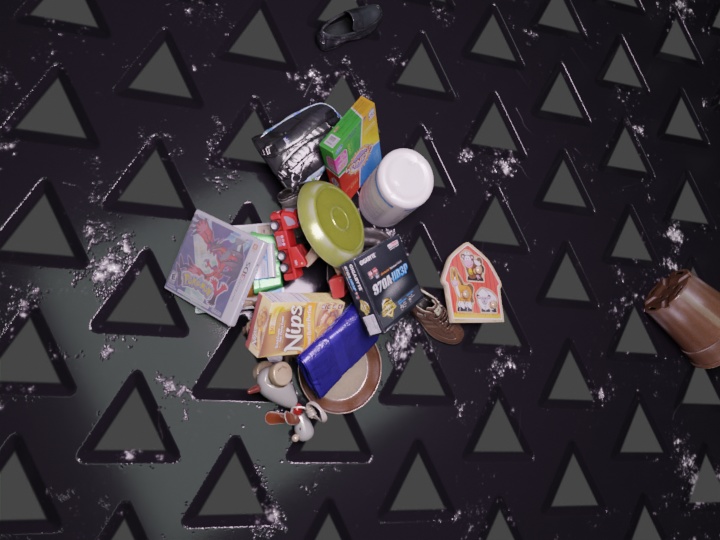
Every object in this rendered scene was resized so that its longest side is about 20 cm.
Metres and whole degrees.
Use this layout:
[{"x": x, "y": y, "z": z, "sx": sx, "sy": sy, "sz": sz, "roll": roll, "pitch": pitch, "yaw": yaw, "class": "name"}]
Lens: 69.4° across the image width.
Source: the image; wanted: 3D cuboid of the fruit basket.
[{"x": -0.268, "y": -0.009, "z": 1.136, "sx": 0.194, "sy": 0.094, "sz": 0.191, "roll": -3, "pitch": 83, "yaw": -11, "class": "fruit basket"}]

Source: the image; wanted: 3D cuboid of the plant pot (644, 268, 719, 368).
[{"x": 0.886, "y": 0.116, "z": 1.383, "sx": 0.197, "sy": 0.200, "sz": 0.201, "roll": 40, "pitch": 75, "yaw": 3, "class": "plant pot"}]

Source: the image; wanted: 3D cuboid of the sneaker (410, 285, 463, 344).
[{"x": 0.176, "y": 0.108, "z": 1.245, "sx": 0.198, "sy": 0.075, "sz": 0.071, "roll": 38, "pitch": 75, "yaw": -7, "class": "sneaker"}]

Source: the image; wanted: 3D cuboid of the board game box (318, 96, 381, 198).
[{"x": -0.017, "y": -0.267, "z": 1.184, "sx": 0.040, "sy": 0.201, "sz": 0.154, "roll": 32, "pitch": 73, "yaw": 20, "class": "board game box"}]

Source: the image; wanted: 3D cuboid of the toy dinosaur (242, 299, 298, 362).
[{"x": -0.185, "y": 0.108, "z": 1.116, "sx": 0.132, "sy": 0.203, "sz": 0.087, "roll": -10, "pitch": 44, "yaw": -18, "class": "toy dinosaur"}]

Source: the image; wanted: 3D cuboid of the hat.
[{"x": 0.000, "y": 0.000, "z": 1.213, "sx": 0.196, "sy": 0.081, "sz": 0.207, "roll": 3, "pitch": 81, "yaw": -23, "class": "hat"}]

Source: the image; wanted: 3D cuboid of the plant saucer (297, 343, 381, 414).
[{"x": -0.048, "y": 0.221, "z": 1.191, "sx": 0.195, "sy": 0.037, "sz": 0.206, "roll": 2, "pitch": 82, "yaw": -14, "class": "plant saucer"}]

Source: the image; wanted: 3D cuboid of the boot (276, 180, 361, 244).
[{"x": -0.087, "y": -0.141, "z": 1.176, "sx": 0.196, "sy": 0.068, "sz": 0.133, "roll": -19, "pitch": 130, "yaw": -20, "class": "boot"}]

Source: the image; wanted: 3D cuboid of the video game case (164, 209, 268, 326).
[{"x": -0.305, "y": -0.009, "z": 1.090, "sx": 0.197, "sy": 0.023, "sz": 0.186, "roll": 24, "pitch": 90, "yaw": 24, "class": "video game case"}]

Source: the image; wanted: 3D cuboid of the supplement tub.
[{"x": 0.076, "y": -0.184, "z": 1.195, "sx": 0.128, "sy": 0.200, "sz": 0.136, "roll": 2, "pitch": 82, "yaw": -15, "class": "supplement tub"}]

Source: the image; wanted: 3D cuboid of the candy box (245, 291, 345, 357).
[{"x": -0.131, "y": 0.109, "z": 1.069, "sx": 0.197, "sy": 0.055, "sz": 0.118, "roll": 3, "pitch": 109, "yaw": -47, "class": "candy box"}]

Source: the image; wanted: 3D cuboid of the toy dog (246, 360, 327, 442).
[{"x": -0.175, "y": 0.288, "z": 1.112, "sx": 0.096, "sy": 0.132, "sz": 0.201, "roll": -34, "pitch": 82, "yaw": -38, "class": "toy dog"}]

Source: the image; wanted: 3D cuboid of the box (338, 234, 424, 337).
[{"x": 0.051, "y": 0.027, "z": 1.116, "sx": 0.199, "sy": 0.045, "sz": 0.162, "roll": -29, "pitch": 98, "yaw": -53, "class": "box"}]

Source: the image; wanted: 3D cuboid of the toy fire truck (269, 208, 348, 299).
[{"x": -0.107, "y": -0.038, "z": 1.111, "sx": 0.137, "sy": 0.049, "sz": 0.205, "roll": -9, "pitch": 101, "yaw": 15, "class": "toy fire truck"}]

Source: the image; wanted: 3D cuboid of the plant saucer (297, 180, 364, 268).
[{"x": -0.052, "y": -0.105, "z": 1.105, "sx": 0.198, "sy": 0.031, "sz": 0.204, "roll": 30, "pitch": 47, "yaw": -39, "class": "plant saucer"}]

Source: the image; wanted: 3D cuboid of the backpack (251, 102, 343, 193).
[{"x": -0.121, "y": -0.293, "z": 1.199, "sx": 0.199, "sy": 0.154, "sz": 0.164, "roll": -40, "pitch": 91, "yaw": 6, "class": "backpack"}]

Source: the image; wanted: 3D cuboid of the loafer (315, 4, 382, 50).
[{"x": -0.023, "y": -0.613, "z": 1.295, "sx": 0.198, "sy": 0.070, "sz": 0.069, "roll": -33, "pitch": 92, "yaw": -17, "class": "loafer"}]

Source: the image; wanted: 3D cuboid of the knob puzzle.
[{"x": 0.281, "y": 0.026, "z": 1.282, "sx": 0.215, "sy": 0.030, "sz": 0.226, "roll": 10, "pitch": 69, "yaw": -28, "class": "knob puzzle"}]

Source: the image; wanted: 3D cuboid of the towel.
[{"x": -0.046, "y": 0.163, "z": 1.115, "sx": 0.049, "sy": 0.150, "sz": 0.199, "roll": 32, "pitch": 61, "yaw": 34, "class": "towel"}]
